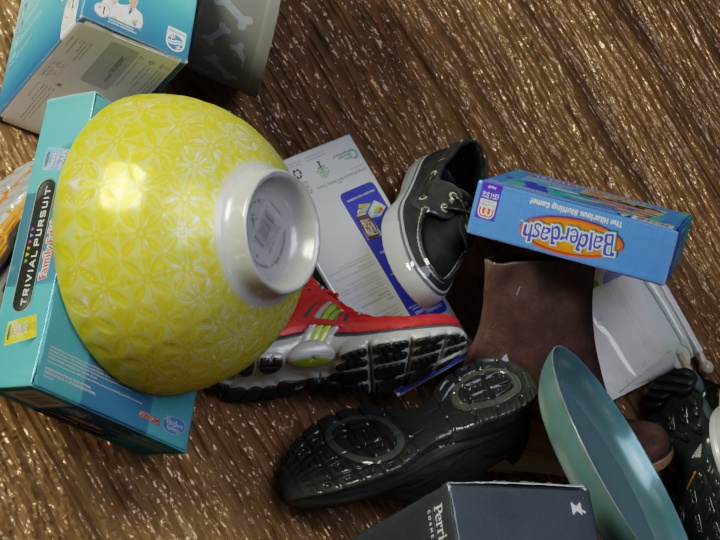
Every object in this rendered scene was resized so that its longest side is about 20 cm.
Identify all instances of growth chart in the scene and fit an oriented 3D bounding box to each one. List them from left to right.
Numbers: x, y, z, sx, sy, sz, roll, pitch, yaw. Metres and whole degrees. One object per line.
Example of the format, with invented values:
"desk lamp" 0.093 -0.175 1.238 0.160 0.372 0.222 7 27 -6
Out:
"growth chart" 0.203 0.043 1.572 0.200 0.018 0.145 -15 75 -40

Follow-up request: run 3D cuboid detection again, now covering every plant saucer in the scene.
"plant saucer" 0.180 0.147 1.343 0.200 0.027 0.200 53 15 -21

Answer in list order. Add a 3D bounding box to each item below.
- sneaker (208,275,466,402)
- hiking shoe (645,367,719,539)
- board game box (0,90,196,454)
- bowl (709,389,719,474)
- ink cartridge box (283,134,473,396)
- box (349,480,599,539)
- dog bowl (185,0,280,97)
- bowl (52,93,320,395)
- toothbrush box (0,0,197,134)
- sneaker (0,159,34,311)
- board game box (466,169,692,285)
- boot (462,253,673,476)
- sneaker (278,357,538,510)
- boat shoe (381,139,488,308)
"sneaker" -0.021 0.038 1.349 0.200 0.077 0.085 -2 58 -15
"hiking shoe" 0.294 0.177 1.529 0.087 0.074 0.200 14 62 -37
"board game box" -0.161 0.005 1.246 0.151 0.047 0.200 32 60 -48
"bowl" 0.337 0.136 1.482 0.201 0.090 0.201 36 41 -38
"ink cartridge box" 0.000 0.000 1.434 0.099 0.039 0.200 -24 80 -42
"box" 0.067 0.263 1.233 0.124 0.197 0.200 7 62 -33
"dog bowl" -0.088 -0.232 1.398 0.059 0.200 0.200 10 58 -7
"bowl" -0.091 -0.021 1.215 0.200 0.108 0.200 11 77 -54
"toothbrush box" -0.179 -0.206 1.343 0.085 0.146 0.200 21 54 -25
"sneaker" -0.219 -0.017 1.268 0.077 0.078 0.200 50 50 -21
"board game box" 0.174 -0.036 1.460 0.152 0.045 0.200 15 9 12
"boot" 0.169 0.074 1.446 0.200 0.072 0.167 4 100 -27
"sneaker" 0.039 0.137 1.350 0.200 0.091 0.076 -17 41 -13
"boat shoe" 0.062 -0.044 1.445 0.069 0.057 0.200 47 25 -19
